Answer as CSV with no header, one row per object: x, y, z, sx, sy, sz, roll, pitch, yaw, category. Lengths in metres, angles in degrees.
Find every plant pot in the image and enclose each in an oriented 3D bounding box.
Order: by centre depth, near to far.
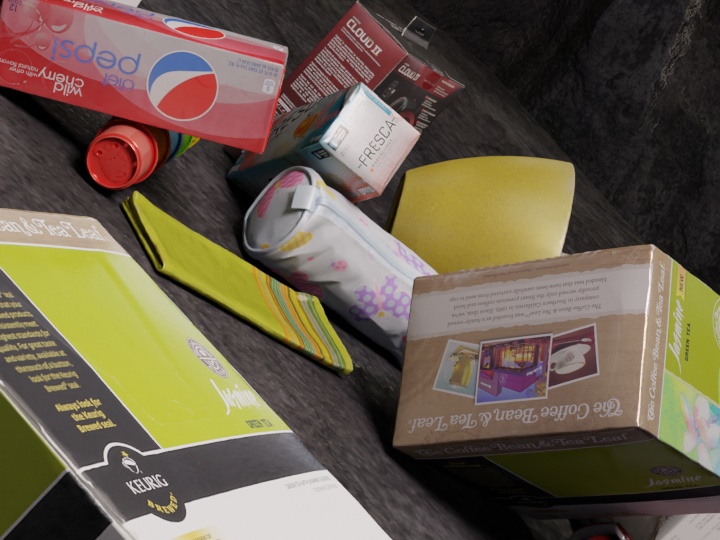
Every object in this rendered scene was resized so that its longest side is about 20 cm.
0.092,-0.020,1.680,0.142,0.201,0.200,16,15,-4,plant pot

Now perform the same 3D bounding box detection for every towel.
-0.083,0.011,1.337,0.200,0.018,0.086,32,16,-43,towel

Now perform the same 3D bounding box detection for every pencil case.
0.000,0.000,1.483,0.200,0.083,0.091,36,-19,-31,pencil case

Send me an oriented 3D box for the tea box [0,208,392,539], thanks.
-0.118,0.087,0.680,0.197,0.134,0.200,47,12,14,tea box

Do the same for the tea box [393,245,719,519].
0.163,0.087,1.340,0.197,0.199,0.134,31,59,-47,tea box

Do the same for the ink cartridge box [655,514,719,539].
0.353,0.255,1.587,0.200,0.163,0.057,42,17,-7,ink cartridge box

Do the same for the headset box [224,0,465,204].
-0.005,-0.146,1.692,0.075,0.200,0.149,48,13,21,headset box

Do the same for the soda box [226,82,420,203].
-0.033,-0.092,1.521,0.068,0.064,0.200,39,-20,-17,soda box

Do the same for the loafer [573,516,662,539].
0.225,0.194,1.591,0.073,0.072,0.200,43,13,-5,loafer

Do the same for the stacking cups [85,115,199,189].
-0.156,-0.093,1.375,0.060,0.061,0.200,42,15,-8,stacking cups

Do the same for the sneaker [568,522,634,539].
0.208,0.253,1.334,0.112,0.071,0.200,41,4,-30,sneaker

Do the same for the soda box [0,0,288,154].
-0.154,-0.144,1.315,0.199,0.070,0.063,14,18,-5,soda box

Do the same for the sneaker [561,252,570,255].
0.193,0.056,1.757,0.083,0.200,0.081,7,60,-2,sneaker

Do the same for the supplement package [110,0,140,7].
-0.245,-0.293,1.411,0.191,0.147,0.200,36,-6,-27,supplement package
